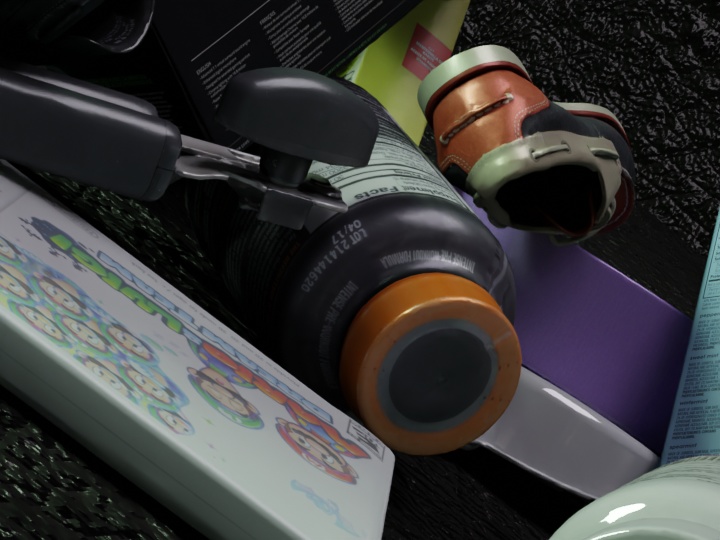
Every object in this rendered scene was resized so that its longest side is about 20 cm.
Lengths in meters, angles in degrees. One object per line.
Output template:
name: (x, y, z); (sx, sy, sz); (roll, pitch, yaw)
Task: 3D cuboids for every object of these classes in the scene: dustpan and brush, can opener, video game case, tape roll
dustpan and brush: (0.066, 0.073, 1.195); (0.139, 0.057, 0.200); (31, -3, 34)
can opener: (-0.086, -0.065, 0.981); (0.199, 0.067, 0.053); (16, 12, -30)
video game case: (-0.075, 0.033, 0.889); (0.200, 0.024, 0.182); (37, 9, -3)
tape roll: (0.111, 0.035, 1.336); (0.199, 0.066, 0.200); (33, -3, 2)

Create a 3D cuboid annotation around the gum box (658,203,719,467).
gum box: (0.216, 0.073, 1.262); (0.044, 0.201, 0.170); (-6, -37, 36)

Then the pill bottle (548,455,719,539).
pill bottle: (0.115, 0.127, 0.893); (0.113, 0.114, 0.200); (40, 10, 12)

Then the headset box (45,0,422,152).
headset box: (-0.074, -0.171, 1.098); (0.092, 0.174, 0.201); (1, -54, 48)

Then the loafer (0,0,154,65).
loafer: (-0.116, -0.106, 0.995); (0.070, 0.200, 0.068); (39, 53, -8)

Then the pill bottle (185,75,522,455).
pill bottle: (0.000, 0.000, 1.088); (0.106, 0.106, 0.200); (33, 11, -31)

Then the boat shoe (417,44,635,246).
boat shoe: (0.086, -0.043, 1.177); (0.063, 0.071, 0.200); (61, 13, 23)

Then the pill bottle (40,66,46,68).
pill bottle: (-0.165, -0.167, 1.225); (0.114, 0.114, 0.200); (30, 13, -42)

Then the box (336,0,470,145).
box: (0.004, -0.093, 1.314); (0.050, 0.075, 0.201); (36, 48, -19)
